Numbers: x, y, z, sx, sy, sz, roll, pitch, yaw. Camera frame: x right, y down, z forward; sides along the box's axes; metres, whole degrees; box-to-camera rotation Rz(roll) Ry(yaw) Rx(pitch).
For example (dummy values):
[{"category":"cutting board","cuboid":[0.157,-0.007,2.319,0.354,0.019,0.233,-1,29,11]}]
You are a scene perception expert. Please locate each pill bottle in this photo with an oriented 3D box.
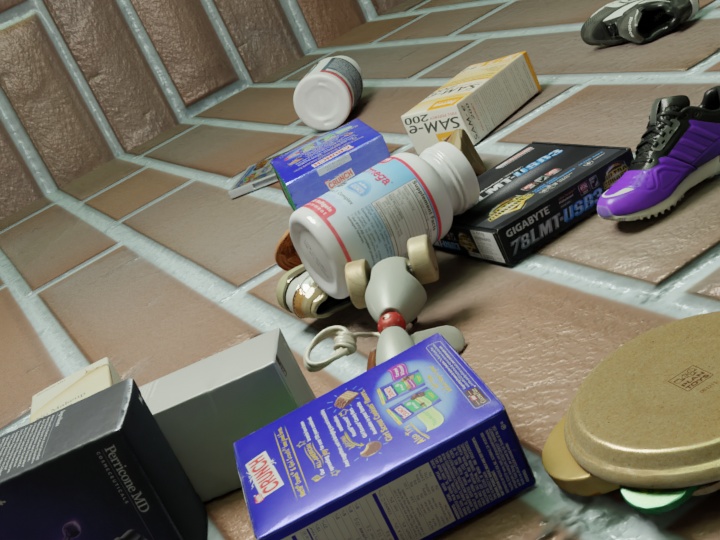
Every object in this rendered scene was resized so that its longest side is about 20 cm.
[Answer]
[{"category":"pill bottle","cuboid":[0.029,-0.061,1.203,0.200,0.109,0.109,-31,19,-20]},{"category":"pill bottle","cuboid":[-0.058,-0.375,2.257,0.119,0.120,0.200,-18,20,21]}]

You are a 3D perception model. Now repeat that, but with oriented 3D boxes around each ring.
[{"category":"ring","cuboid":[-0.012,-0.050,1.333,0.200,0.019,0.201,-24,-21,-10]}]

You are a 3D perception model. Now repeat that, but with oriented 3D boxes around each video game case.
[{"category":"video game case","cuboid":[-0.142,-0.199,2.056,0.199,0.018,0.143,-19,21,20]}]

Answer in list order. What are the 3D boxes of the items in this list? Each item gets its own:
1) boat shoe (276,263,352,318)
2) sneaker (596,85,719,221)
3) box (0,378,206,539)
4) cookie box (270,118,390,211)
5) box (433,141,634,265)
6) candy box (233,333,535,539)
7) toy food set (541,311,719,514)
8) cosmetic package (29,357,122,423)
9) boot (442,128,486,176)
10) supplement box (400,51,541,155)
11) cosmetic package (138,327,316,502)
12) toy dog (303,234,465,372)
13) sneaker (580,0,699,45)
[{"category":"boat shoe","cuboid":[0.000,0.000,1.278,0.200,0.075,0.068,-34,38,-25]},{"category":"sneaker","cuboid":[0.318,-0.129,1.142,0.200,0.100,0.070,-31,17,-15]},{"category":"box","cuboid":[-0.250,0.207,0.917,0.199,0.148,0.104,-25,19,3]},{"category":"cookie box","cuboid":[-0.047,-0.163,1.746,0.171,0.075,0.200,-27,18,-3]},{"category":"box","cuboid":[0.190,-0.084,1.278,0.200,0.050,0.198,-31,20,-17]},{"category":"candy box","cuboid":[0.010,0.148,0.847,0.199,0.077,0.169,-26,20,-4]},{"category":"toy food set","cuboid":[0.233,0.093,0.748,0.200,0.049,0.198,-35,21,-26]},{"category":"cosmetic package","cuboid":[-0.298,0.175,1.182,0.103,0.073,0.200,-29,20,-8]},{"category":"boot","cuboid":[0.080,-0.118,1.476,0.166,0.073,0.200,-30,6,18]},{"category":"supplement box","cuboid":[0.177,-0.267,1.734,0.126,0.074,0.200,-5,28,48]},{"category":"cosmetic package","cuboid":[-0.141,0.146,1.006,0.199,0.107,0.090,-23,20,4]},{"category":"toy dog","cuboid":[0.038,0.057,1.073,0.131,0.097,0.200,-6,39,29]},{"category":"sneaker","cuboid":[0.439,-0.401,1.764,0.199,0.067,0.090,-8,23,38]}]
